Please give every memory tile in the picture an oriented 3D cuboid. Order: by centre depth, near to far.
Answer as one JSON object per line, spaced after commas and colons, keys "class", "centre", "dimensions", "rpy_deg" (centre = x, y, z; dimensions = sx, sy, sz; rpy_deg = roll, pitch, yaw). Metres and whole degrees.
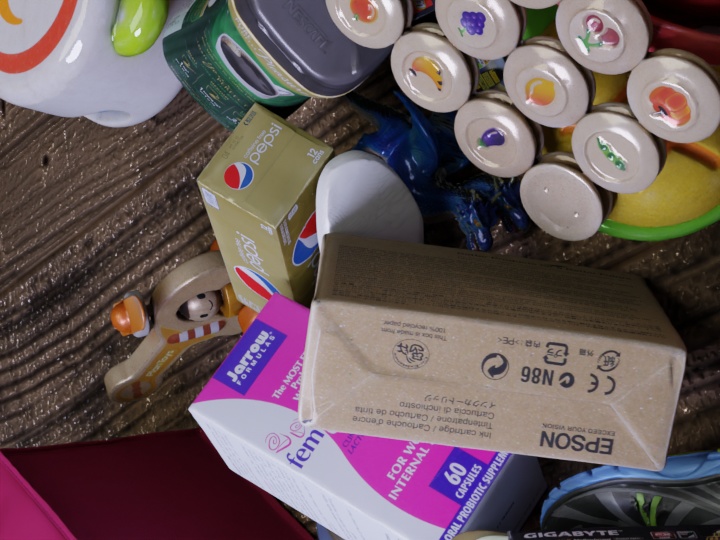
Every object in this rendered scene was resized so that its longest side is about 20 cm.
{"class": "memory tile", "centre": [0.078, -0.113, 0.822], "dimensions": [0.200, 0.017, 0.153], "rpy_deg": [43, 141, -3]}

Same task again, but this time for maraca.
{"class": "maraca", "centre": [0.150, -0.109, 0.911], "dimensions": [0.107, 0.137, 0.201], "rpy_deg": [91, 163, -68]}

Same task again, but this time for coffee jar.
{"class": "coffee jar", "centre": [-0.050, -0.151, 1.013], "dimensions": [0.104, 0.085, 0.200], "rpy_deg": [47, 161, -13]}

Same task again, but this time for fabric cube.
{"class": "fabric cube", "centre": [-0.173, 0.262, 1.225], "dimensions": [0.196, 0.200, 0.200], "rpy_deg": [40, 119, 41]}

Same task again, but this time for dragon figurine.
{"class": "dragon figurine", "centre": [0.041, -0.085, 1.074], "dimensions": [0.099, 0.059, 0.200], "rpy_deg": [-45, 60, 39]}

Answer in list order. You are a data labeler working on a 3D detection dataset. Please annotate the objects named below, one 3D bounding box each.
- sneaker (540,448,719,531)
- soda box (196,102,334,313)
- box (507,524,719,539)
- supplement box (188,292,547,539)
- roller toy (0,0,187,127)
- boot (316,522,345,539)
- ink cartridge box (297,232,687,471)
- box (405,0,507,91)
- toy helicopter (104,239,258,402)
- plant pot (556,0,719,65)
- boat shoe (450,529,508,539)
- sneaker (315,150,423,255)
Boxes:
{"class": "sneaker", "centre": [0.181, 0.148, 0.919], "dimensions": [0.199, 0.071, 0.083], "rpy_deg": [-16, 74, 44]}
{"class": "soda box", "centre": [-0.053, -0.027, 1.084], "dimensions": [0.064, 0.200, 0.068], "rpy_deg": [31, 72, 15]}
{"class": "box", "centre": [0.177, 0.234, 0.841], "dimensions": [0.050, 0.198, 0.201], "rpy_deg": [-74, -19, -80]}
{"class": "supplement box", "centre": [0.005, 0.115, 1.027], "dimensions": [0.200, 0.103, 0.101], "rpy_deg": [26, 70, 26]}
{"class": "roller toy", "centre": [-0.218, -0.215, 1.298], "dimensions": [0.182, 0.140, 0.200], "rpy_deg": [-42, 59, 28]}
{"class": "boot", "centre": [-0.019, 0.145, 1.141], "dimensions": [0.200, 0.075, 0.097], "rpy_deg": [51, 124, 31]}
{"class": "ink cartridge box", "centre": [0.069, 0.042, 0.906], "dimensions": [0.165, 0.199, 0.075], "rpy_deg": [-82, -1, -77]}
{"class": "box", "centre": [0.046, -0.173, 0.971], "dimensions": [0.040, 0.200, 0.137], "rpy_deg": [-25, 68, 9]}
{"class": "toy helicopter", "centre": [-0.148, 0.047, 1.237], "dimensions": [0.200, 0.132, 0.079], "rpy_deg": [-46, 60, 39]}
{"class": "plant pot", "centre": [0.177, -0.222, 0.821], "dimensions": [0.201, 0.200, 0.183], "rpy_deg": [54, 136, 32]}
{"class": "boat shoe", "centre": [0.140, 0.203, 0.895], "dimensions": [0.072, 0.200, 0.066], "rpy_deg": [104, -177, -63]}
{"class": "sneaker", "centre": [0.000, 0.000, 1.057], "dimensions": [0.088, 0.075, 0.200], "rpy_deg": [34, 152, 46]}
